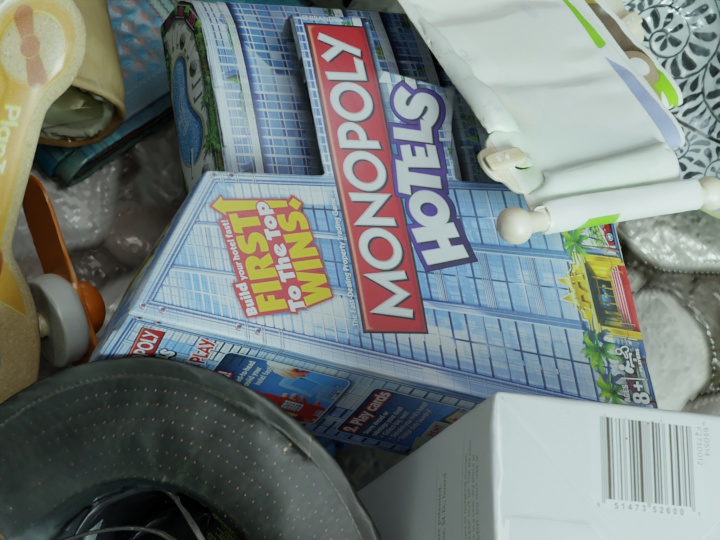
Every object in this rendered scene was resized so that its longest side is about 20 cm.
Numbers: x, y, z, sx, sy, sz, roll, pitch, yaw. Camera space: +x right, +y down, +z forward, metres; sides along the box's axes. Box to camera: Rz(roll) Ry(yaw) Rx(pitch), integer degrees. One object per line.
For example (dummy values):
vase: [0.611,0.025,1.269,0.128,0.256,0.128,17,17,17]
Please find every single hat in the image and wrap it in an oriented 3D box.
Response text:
hat: [-0.079,0.131,0.803,0.199,0.081,0.202,0,88,7]

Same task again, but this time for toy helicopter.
toy helicopter: [-0.135,-0.006,0.814,0.132,0.079,0.201,9,106,-39]

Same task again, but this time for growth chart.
growth chart: [0.064,-0.092,0.880,0.144,0.018,0.201,-3,52,-40]

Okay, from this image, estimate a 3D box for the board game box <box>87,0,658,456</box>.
board game box: [-0.007,-0.017,0.837,0.199,0.062,0.201,1,63,-25]

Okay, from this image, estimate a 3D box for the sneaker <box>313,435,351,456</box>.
sneaker: [0.000,0.000,0.912,0.082,0.071,0.200,32,57,2]

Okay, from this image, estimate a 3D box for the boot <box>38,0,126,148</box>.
boot: [-0.171,-0.158,0.859,0.174,0.066,0.201,9,61,-31]

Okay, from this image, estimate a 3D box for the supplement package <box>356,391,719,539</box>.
supplement package: [0.061,0.132,0.804,0.120,0.200,0.121,7,68,-20]

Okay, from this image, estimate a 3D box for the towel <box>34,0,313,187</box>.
towel: [-0.130,-0.146,0.938,0.146,0.022,0.200,-37,86,-30]

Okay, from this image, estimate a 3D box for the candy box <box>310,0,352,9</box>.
candy box: [-0.015,-0.226,0.980,0.136,0.061,0.201,34,56,-9]

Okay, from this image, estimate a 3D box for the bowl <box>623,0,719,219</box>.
bowl: [0.178,-0.123,0.954,0.094,0.201,0.201,-38,87,-34]
